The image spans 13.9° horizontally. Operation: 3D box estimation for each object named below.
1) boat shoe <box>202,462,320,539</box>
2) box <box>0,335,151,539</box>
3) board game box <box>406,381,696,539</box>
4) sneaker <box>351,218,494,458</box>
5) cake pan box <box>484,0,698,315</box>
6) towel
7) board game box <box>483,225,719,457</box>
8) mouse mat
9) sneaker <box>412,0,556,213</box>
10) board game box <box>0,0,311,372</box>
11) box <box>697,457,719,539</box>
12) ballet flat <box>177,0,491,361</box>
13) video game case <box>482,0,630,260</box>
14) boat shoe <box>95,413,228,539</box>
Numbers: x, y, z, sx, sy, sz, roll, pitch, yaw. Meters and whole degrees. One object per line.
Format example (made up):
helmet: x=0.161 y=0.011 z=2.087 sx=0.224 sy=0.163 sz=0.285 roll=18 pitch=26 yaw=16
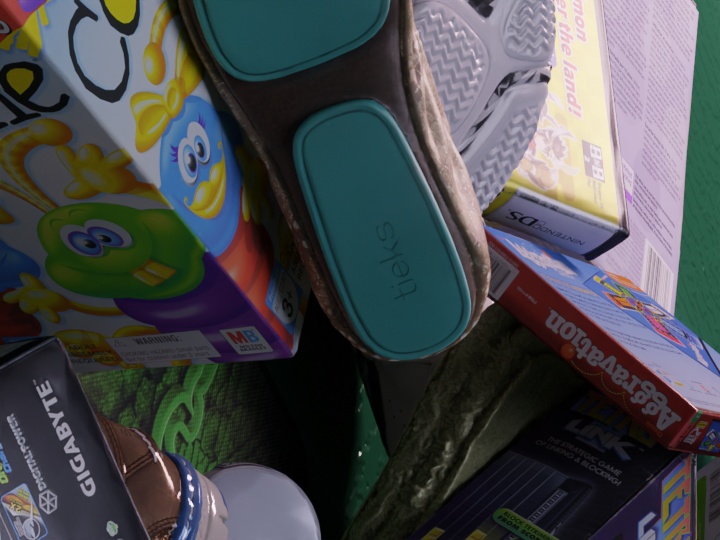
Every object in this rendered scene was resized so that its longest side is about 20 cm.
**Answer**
boat shoe: x=-0.062 y=0.159 z=0.943 sx=0.068 sy=0.057 sz=0.201 roll=26 pitch=64 yaw=-17
box: x=-0.107 y=0.139 z=0.787 sx=0.159 sy=0.046 sz=0.201 roll=-31 pitch=102 yaw=-43
board game box: x=0.056 y=0.167 z=1.085 sx=0.165 sy=0.056 sz=0.201 roll=-39 pitch=139 yaw=-36
sneaker: x=0.000 y=0.000 z=1.100 sx=0.129 sy=0.079 sz=0.201 roll=-19 pitch=112 yaw=-54
cake pan box: x=0.098 y=-0.080 z=1.340 sx=0.200 sy=0.052 sz=0.185 roll=41 pitch=52 yaw=-55
towel: x=0.037 y=0.112 z=1.104 sx=0.201 sy=0.036 sz=0.148 roll=-62 pitch=146 yaw=-3
board game box: x=0.104 y=0.031 z=1.076 sx=0.019 sy=0.103 sz=0.200 roll=-51 pitch=161 yaw=9
mouse mat: x=-0.073 y=0.081 z=1.009 sx=0.161 sy=0.007 sz=0.201 roll=65 pitch=33 yaw=-36
sneaker: x=0.006 y=-0.113 z=0.999 sx=0.075 sy=0.115 sz=0.202 roll=-2 pitch=100 yaw=-43
board game box: x=-0.096 y=-0.065 z=0.876 sx=0.200 sy=0.104 sz=0.104 roll=52 pitch=41 yaw=-47
box: x=0.160 y=0.200 z=1.259 sx=0.177 sy=0.096 sz=0.201 roll=128 pitch=-31 yaw=-60
ballet flat: x=-0.013 y=-0.067 z=0.876 sx=0.065 sy=0.070 sz=0.201 roll=-101 pitch=176 yaw=-63
video game case: x=0.017 y=-0.118 z=1.084 sx=0.180 sy=0.025 sz=0.201 roll=19 pitch=53 yaw=-34
boat shoe: x=-0.103 y=0.134 z=0.878 sx=0.072 sy=0.072 sz=0.201 roll=41 pitch=49 yaw=-35
